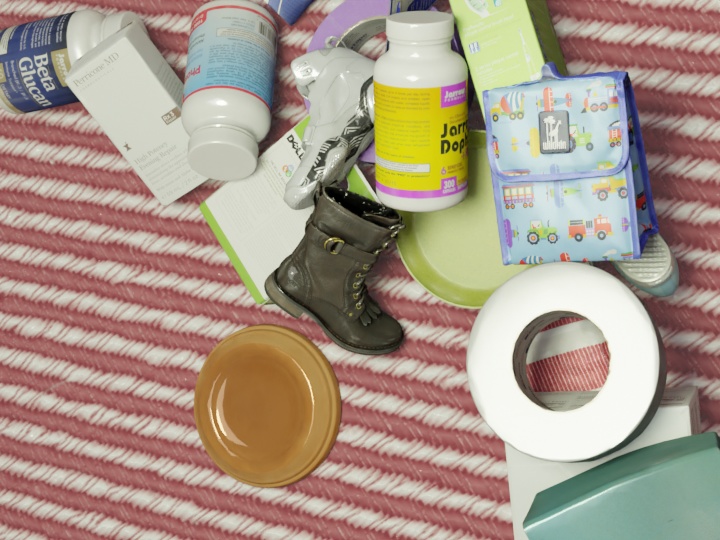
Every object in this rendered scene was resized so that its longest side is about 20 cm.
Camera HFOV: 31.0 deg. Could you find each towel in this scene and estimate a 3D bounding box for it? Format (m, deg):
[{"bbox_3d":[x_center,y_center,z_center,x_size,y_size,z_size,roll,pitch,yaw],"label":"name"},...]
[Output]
[{"bbox_3d":[0.216,0.068,1.485,0.143,0.023,0.203,-19,83,20],"label":"towel"}]

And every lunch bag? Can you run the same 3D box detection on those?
[{"bbox_3d":[0.213,-0.117,1.339,0.149,0.094,0.203,-3,110,27],"label":"lunch bag"}]

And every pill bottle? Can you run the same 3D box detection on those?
[{"bbox_3d":[-0.372,-0.271,1.664,0.197,0.111,0.113,-9,86,20],"label":"pill bottle"},{"bbox_3d":[0.065,-0.173,1.407,0.103,0.104,0.203,6,113,20],"label":"pill bottle"},{"bbox_3d":[-0.157,-0.214,1.548,0.107,0.109,0.202,-9,60,20],"label":"pill bottle"}]

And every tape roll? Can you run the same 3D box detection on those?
[{"bbox_3d":[0.211,0.095,1.333,0.198,0.066,0.203,-3,81,20],"label":"tape roll"},{"bbox_3d":[0.033,-0.225,1.537,0.197,0.066,0.203,-1,88,20],"label":"tape roll"}]

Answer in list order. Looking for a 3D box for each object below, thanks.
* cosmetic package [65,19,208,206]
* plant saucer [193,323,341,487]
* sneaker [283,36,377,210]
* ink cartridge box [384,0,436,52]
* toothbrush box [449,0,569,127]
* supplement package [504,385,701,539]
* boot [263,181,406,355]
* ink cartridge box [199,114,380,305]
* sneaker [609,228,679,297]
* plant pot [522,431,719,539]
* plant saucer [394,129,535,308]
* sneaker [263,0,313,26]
[{"bbox_3d":[-0.259,-0.191,1.592,0.101,0.074,0.201,-31,114,17],"label":"cosmetic package"},{"bbox_3d":[-0.121,0.168,1.601,0.197,0.037,0.203,0,89,20],"label":"plant saucer"},{"bbox_3d":[-0.046,-0.170,1.472,0.114,0.075,0.201,36,81,12],"label":"sneaker"},{"bbox_3d":[0.078,-0.340,1.452,0.037,0.095,0.200,30,61,16],"label":"ink cartridge box"},{"bbox_3d":[0.167,-0.258,1.444,0.085,0.145,0.203,-17,84,20],"label":"toothbrush box"},{"bbox_3d":[0.268,0.215,1.406,0.197,0.111,0.158,-4,95,21],"label":"supplement package"},{"bbox_3d":[0.000,0.000,1.474,0.198,0.070,0.174,26,127,-19],"label":"boot"},{"bbox_3d":[-0.073,-0.075,1.561,0.199,0.076,0.149,-37,77,19],"label":"ink cartridge box"},{"bbox_3d":[0.284,-0.045,1.439,0.073,0.082,0.201,-32,54,9],"label":"sneaker"},{"bbox_3d":[0.286,0.251,1.277,0.199,0.141,0.142,-31,86,13],"label":"plant pot"},{"bbox_3d":[0.133,-0.059,1.485,0.197,0.031,0.203,3,97,24],"label":"plant saucer"},{"bbox_3d":[-0.025,-0.374,1.553,0.115,0.080,0.200,38,100,19],"label":"sneaker"}]
